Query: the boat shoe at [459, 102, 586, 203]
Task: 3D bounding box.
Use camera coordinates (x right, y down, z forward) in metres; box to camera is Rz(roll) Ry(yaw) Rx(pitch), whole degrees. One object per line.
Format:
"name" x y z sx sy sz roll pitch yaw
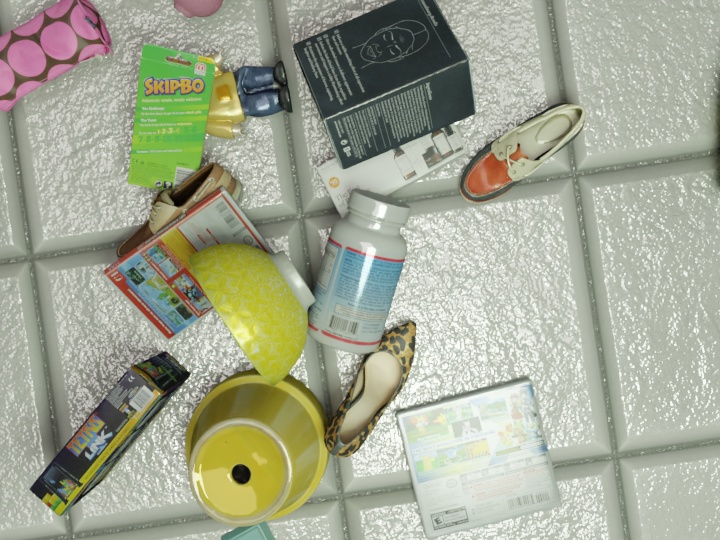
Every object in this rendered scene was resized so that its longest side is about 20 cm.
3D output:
"boat shoe" 0.223 -0.164 1.064 0.199 0.063 0.072 -34 91 2

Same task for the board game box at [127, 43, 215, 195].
"board game box" -0.254 -0.200 1.033 0.094 0.030 0.202 10 124 -12

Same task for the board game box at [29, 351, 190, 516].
"board game box" -0.325 0.208 1.021 0.057 0.165 0.200 40 90 -1

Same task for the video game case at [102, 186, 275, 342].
"video game case" -0.228 -0.004 1.055 0.199 0.017 0.143 -35 125 0

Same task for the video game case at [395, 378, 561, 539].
"video game case" 0.166 0.265 1.085 0.198 0.022 0.185 -14 90 2

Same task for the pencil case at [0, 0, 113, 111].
"pencil case" -0.446 -0.297 1.067 0.199 0.091 0.094 -29 103 3

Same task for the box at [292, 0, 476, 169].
"box" 0.032 -0.253 1.017 0.198 0.107 0.150 -22 58 2

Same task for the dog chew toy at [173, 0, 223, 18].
"dog chew toy" -0.190 -0.436 1.047 0.124 0.125 0.201 37 99 1

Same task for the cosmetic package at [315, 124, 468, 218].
"cosmetic package" 0.043 -0.153 1.073 0.199 0.051 0.083 -29 89 1

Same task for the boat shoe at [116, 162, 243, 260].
"boat shoe" -0.257 -0.079 1.054 0.199 0.076 0.072 -36 131 0

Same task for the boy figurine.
"boy figurine" -0.197 -0.245 1.072 0.197 0.064 0.126 -9 93 -1

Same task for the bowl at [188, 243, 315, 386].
"bowl" -0.122 0.037 0.991 0.107 0.200 0.201 -33 89 -4

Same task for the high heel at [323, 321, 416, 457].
"high heel" 0.022 0.157 1.026 0.071 0.143 0.201 33 91 1

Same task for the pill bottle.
"pill bottle" 0.000 0.000 1.027 0.108 0.109 0.202 17 102 1

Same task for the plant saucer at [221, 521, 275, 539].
"plant saucer" -0.124 0.454 1.092 0.069 0.019 0.202 -28 90 1

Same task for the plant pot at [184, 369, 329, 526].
"plant pot" -0.142 0.242 1.008 0.198 0.189 0.204 0 91 2
